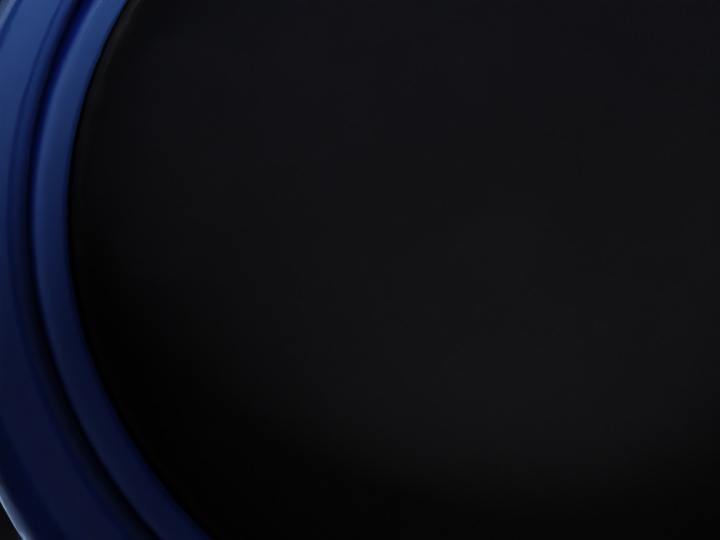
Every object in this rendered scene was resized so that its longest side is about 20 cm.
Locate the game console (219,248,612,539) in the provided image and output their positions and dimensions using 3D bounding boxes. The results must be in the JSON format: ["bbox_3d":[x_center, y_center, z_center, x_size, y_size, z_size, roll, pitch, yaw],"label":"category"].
[{"bbox_3d":[0.068,0.020,0.631,0.177,0.031,0.200,41,-146,-2],"label":"game console"}]

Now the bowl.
[{"bbox_3d":[0.022,0.001,0.510,0.200,0.201,0.039,3,-163,12],"label":"bowl"}]

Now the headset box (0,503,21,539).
[{"bbox_3d":[-0.176,0.049,0.742,0.200,0.149,0.075,14,-165,25],"label":"headset box"}]
